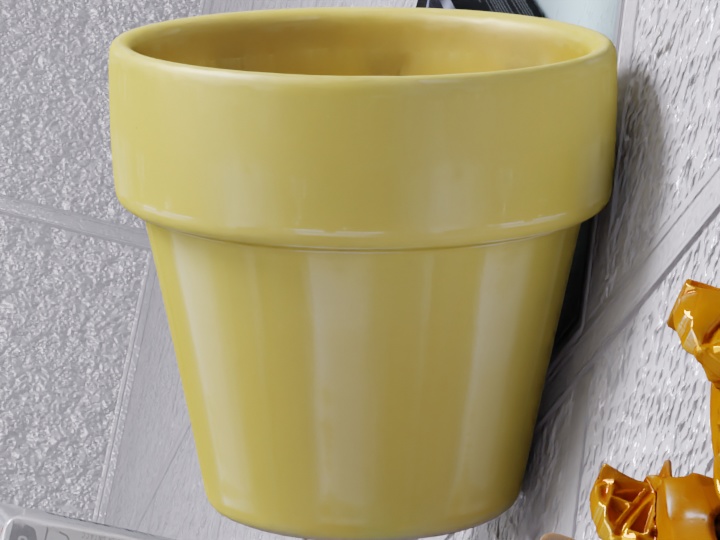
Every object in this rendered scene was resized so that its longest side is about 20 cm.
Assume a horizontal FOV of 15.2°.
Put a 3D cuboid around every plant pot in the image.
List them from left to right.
[{"bbox_3d":[0.000,0.000,1.078,0.201,0.200,0.190,-115,25,-76],"label":"plant pot"}]

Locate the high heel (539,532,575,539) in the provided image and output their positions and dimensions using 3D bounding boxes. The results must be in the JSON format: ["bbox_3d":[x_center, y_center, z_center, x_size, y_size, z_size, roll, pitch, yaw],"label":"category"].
[{"bbox_3d":[0.042,0.167,0.872,0.096,0.067,0.200,-61,9,23],"label":"high heel"}]

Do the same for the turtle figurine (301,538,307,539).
[{"bbox_3d":[0.004,0.183,1.009,0.150,0.100,0.201,56,-152,-74],"label":"turtle figurine"}]

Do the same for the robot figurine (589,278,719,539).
[{"bbox_3d":[0.098,0.099,0.677,0.200,0.058,0.145,-87,13,-54],"label":"robot figurine"}]

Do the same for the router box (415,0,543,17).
[{"bbox_3d":[0.044,-0.047,1.271,0.200,0.052,0.158,-103,27,-71],"label":"router box"}]

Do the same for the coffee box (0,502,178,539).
[{"bbox_3d":[-0.090,0.223,1.219,0.200,0.199,0.198,163,120,-79],"label":"coffee box"}]
